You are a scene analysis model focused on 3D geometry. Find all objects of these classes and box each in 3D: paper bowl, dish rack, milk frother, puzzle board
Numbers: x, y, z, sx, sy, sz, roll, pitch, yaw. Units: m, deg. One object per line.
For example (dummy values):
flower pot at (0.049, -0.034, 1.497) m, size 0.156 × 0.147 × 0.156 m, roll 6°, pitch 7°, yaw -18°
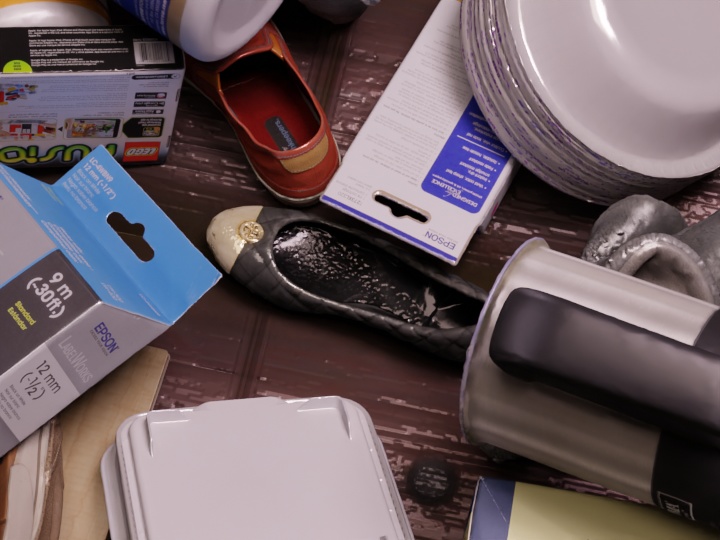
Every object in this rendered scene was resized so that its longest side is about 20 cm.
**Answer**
paper bowl at (0.168, -0.148, 1.260) m, size 0.199 × 0.104 × 0.203 m, roll 9°, pitch 71°, yaw -26°
dish rack at (-0.054, 0.135, 1.139) m, size 0.170 × 0.044 × 0.201 m, roll -5°, pitch 35°, yaw -11°
milk frother at (0.171, 0.017, 1.054) m, size 0.187 × 0.181 × 0.201 m, roll 19°, pitch 67°, yaw 21°
puzzle board at (-0.213, 0.121, 1.214) m, size 0.149 × 0.017 × 0.201 m, roll 14°, pitch 64°, yaw 7°

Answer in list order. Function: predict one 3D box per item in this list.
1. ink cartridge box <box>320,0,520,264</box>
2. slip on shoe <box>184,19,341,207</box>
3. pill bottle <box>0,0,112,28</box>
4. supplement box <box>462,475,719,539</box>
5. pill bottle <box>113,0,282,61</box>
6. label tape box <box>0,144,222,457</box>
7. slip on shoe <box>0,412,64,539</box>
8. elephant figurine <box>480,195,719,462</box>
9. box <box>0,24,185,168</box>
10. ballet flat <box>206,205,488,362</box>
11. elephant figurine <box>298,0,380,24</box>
ink cartridge box at (0.059, -0.091, 1.290) m, size 0.094 × 0.037 × 0.201 m, roll 25°, pitch 58°, yaw 10°
slip on shoe at (-0.075, -0.132, 1.312) m, size 0.074 × 0.061 × 0.201 m, roll -28°, pitch 66°, yaw -11°
pill bottle at (-0.230, -0.208, 1.315) m, size 0.115 × 0.117 × 0.201 m, roll -14°, pitch 65°, yaw -7°
supplement box at (0.139, 0.239, 1.097) m, size 0.198 × 0.135 × 0.201 m, roll 10°, pitch 64°, yaw 3°
pill bottle at (-0.136, -0.223, 1.213) m, size 0.199 × 0.116 × 0.116 m, roll 36°, pitch 69°, yaw 13°
label tape box at (-0.200, 0.010, 1.164) m, size 0.200 × 0.066 × 0.143 m, roll -39°, pitch 55°, yaw -9°
slip on shoe at (-0.199, 0.111, 1.181) m, size 0.076 × 0.061 × 0.201 m, roll -22°, pitch 44°, yaw 18°
elephant figurine at (0.173, 0.023, 1.189) m, size 0.198 × 0.142 × 0.156 m, roll 3°, pitch 67°, yaw -2°
box at (-0.212, -0.104, 1.251) m, size 0.198 × 0.110 × 0.035 m, roll -2°, pitch 62°, yaw -14°
ballet flat at (0.000, 0.000, 1.252) m, size 0.198 × 0.057 × 0.067 m, roll 19°, pitch 66°, yaw 8°
elephant figurine at (-0.080, -0.234, 1.313) m, size 0.198 × 0.155 × 0.143 m, roll 14°, pitch 74°, yaw -7°
